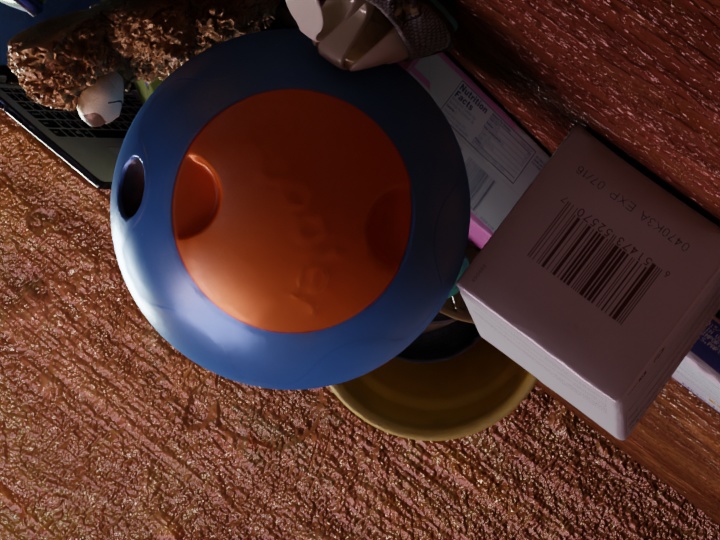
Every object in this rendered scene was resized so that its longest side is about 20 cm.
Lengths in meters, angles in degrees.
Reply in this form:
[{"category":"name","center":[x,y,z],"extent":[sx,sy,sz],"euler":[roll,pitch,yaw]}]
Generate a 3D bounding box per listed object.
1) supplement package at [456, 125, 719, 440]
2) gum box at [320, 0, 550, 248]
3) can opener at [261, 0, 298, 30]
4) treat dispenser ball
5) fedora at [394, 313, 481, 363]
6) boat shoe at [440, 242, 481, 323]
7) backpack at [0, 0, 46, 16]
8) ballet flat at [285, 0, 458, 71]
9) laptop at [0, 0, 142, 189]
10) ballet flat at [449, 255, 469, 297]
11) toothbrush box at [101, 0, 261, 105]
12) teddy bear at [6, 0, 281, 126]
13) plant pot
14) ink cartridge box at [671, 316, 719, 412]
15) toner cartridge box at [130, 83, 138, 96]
[{"category":"supplement package","center":[0.142,0.013,1.262],"extent":[0.117,0.117,0.200],"euler":[36,176,11]},{"category":"gum box","center":[0.045,-0.087,1.362],"extent":[0.200,0.066,0.113],"euler":[41,174,-39]},{"category":"can opener","center":[-0.056,-0.165,1.477],"extent":[0.053,0.067,0.200],"euler":[41,-179,-30]},{"category":"treat dispenser ball","center":[-0.039,-0.034,1.188],"extent":[0.201,0.201,0.201],"euler":[37,177,2]},{"category":"fedora","center":[0.060,-0.027,1.587],"extent":[0.200,0.201,0.091],"euler":[39,143,-28]},{"category":"boat shoe","center":[0.125,0.025,1.440],"extent":[0.065,0.072,0.200],"euler":[-2,-161,-41]},{"category":"backpack","center":[-0.204,-0.239,1.249],"extent":[0.200,0.147,0.183],"euler":[30,175,46]},{"category":"ballet flat","center":[-0.003,-0.142,1.098],"extent":[0.072,0.072,0.200],"euler":[37,177,20]},{"category":"laptop","center":[-0.173,-0.159,1.515],"extent":[0.200,0.116,0.187],"euler":[39,-160,22]},{"category":"ballet flat","center":[0.000,0.000,1.481],"extent":[0.200,0.067,0.070],"euler":[0,148,50]},{"category":"toothbrush box","center":[-0.103,-0.123,1.430],"extent":[0.146,0.086,0.200],"euler":[100,149,-76]},{"category":"teddy bear","center":[-0.107,-0.142,1.264],"extent":[0.145,0.200,0.067],"euler":[12,127,58]},{"category":"plant pot","center":[0.066,0.024,1.806],"extent":[0.201,0.201,0.189],"euler":[38,-167,-2]},{"category":"ink cartridge box","center":[0.199,0.025,1.518],"extent":[0.196,0.043,0.200],"euler":[38,180,11]},{"category":"toner cartridge box","center":[-0.151,-0.097,1.642],"extent":[0.200,0.095,0.043],"euler":[38,177,3]}]
